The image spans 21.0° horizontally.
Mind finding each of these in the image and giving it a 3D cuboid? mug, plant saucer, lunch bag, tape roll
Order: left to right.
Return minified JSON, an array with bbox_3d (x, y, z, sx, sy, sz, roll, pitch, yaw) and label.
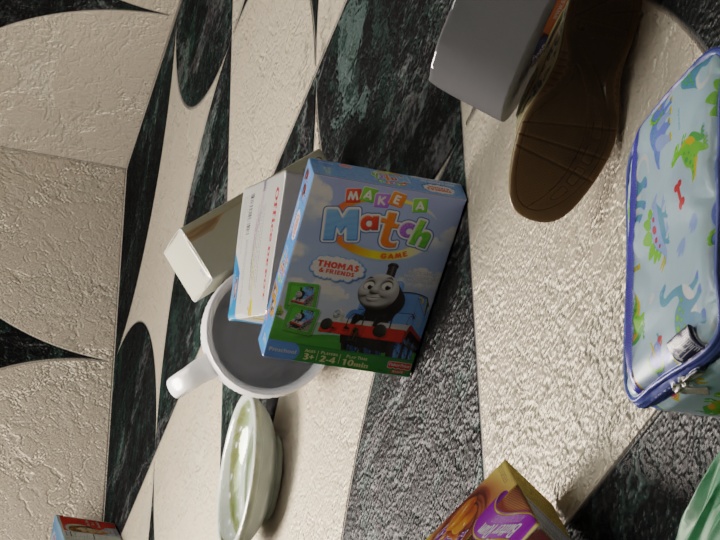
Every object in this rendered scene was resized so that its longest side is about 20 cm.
[{"bbox_3d":[-0.134,0.086,2.227,0.148,0.199,0.175,59,170,0],"label":"mug"},{"bbox_3d":[-0.132,0.252,2.389,0.200,0.050,0.202,-170,90,-75],"label":"plant saucer"},{"bbox_3d":[0.126,-0.217,1.482,0.201,0.066,0.200,-60,-7,-12],"label":"tape roll"},{"bbox_3d":[0.213,-0.018,1.166,0.161,0.082,0.202,127,150,-67],"label":"lunch bag"}]

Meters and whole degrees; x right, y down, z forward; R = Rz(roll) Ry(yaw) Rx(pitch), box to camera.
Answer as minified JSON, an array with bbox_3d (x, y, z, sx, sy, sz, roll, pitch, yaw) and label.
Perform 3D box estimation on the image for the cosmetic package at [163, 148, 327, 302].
[{"bbox_3d":[-0.120,-0.052,2.238,0.071,0.199,0.105,57,156,5],"label":"cosmetic package"}]

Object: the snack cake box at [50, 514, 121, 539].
[{"bbox_3d":[-0.493,0.501,3.502,0.200,0.114,0.068,-154,73,-75],"label":"snack cake box"}]

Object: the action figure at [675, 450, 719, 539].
[{"bbox_3d":[0.218,0.144,1.094,0.118,0.054,0.201,-101,31,-57],"label":"action figure"}]

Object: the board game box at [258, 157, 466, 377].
[{"bbox_3d":[0.000,0.000,1.833,0.037,0.150,0.201,-107,30,-59],"label":"board game box"}]

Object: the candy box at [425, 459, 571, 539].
[{"bbox_3d":[0.091,0.213,1.368,0.117,0.056,0.200,-46,5,4],"label":"candy box"}]

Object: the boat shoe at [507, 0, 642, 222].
[{"bbox_3d":[0.162,-0.132,1.470,0.063,0.073,0.201,-161,92,-84],"label":"boat shoe"}]

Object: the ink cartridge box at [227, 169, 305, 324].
[{"bbox_3d":[-0.043,-0.013,2.017,0.200,0.143,0.149,172,106,-75],"label":"ink cartridge box"}]
